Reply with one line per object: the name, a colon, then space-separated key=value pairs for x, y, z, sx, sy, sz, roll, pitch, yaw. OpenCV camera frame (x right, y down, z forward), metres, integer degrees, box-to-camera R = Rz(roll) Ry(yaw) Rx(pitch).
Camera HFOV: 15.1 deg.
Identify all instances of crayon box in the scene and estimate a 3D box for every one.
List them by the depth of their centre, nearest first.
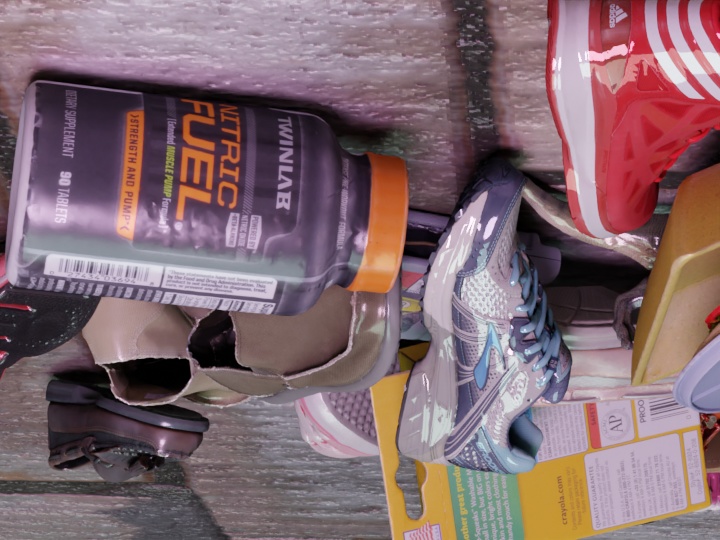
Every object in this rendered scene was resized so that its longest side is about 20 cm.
crayon box: x=0.100 y=0.096 z=1.595 sx=0.199 sy=0.127 sz=0.052 roll=-12 pitch=-166 yaw=-15

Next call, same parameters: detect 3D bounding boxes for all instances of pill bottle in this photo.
pill bottle: x=-0.077 y=-0.034 z=1.380 sx=0.199 sy=0.107 sz=0.106 roll=6 pitch=160 yaw=-10

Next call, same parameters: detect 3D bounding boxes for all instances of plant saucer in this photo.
plant saucer: x=0.225 y=-0.027 z=1.365 sx=0.199 sy=0.049 sz=0.200 roll=-22 pitch=162 yaw=-9

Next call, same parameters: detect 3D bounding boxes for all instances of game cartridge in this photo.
game cartridge: x=0.000 y=0.000 z=1.566 sx=0.199 sy=0.041 sz=0.133 roll=9 pitch=163 yaw=-17

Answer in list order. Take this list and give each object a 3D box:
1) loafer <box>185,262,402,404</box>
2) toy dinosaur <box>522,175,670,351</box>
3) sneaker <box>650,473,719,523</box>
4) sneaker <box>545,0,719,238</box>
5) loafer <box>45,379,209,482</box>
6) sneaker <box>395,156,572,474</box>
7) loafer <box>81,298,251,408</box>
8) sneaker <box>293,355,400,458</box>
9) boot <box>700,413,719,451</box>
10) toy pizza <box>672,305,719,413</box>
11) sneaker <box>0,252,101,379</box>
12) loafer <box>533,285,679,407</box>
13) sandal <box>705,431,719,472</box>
loafer: x=-0.038 y=0.034 z=1.501 sx=0.069 sy=0.076 sz=0.200 roll=8 pitch=160 yaw=-26
toy dinosaur: x=0.176 y=0.002 z=1.484 sx=0.199 sy=0.089 sz=0.047 roll=7 pitch=-177 yaw=-8
sneaker: x=0.165 y=0.137 z=1.857 sx=0.199 sy=0.074 sz=0.087 roll=14 pitch=151 yaw=-41
sneaker: x=0.155 y=-0.070 z=1.298 sx=0.115 sy=0.079 sz=0.200 roll=-1 pitch=161 yaw=13
loafer: x=-0.154 y=0.112 z=1.760 sx=0.071 sy=0.063 sz=0.200 roll=12 pitch=179 yaw=-26
sneaker: x=0.079 y=0.027 z=1.472 sx=0.086 sy=0.078 sz=0.201 roll=17 pitch=130 yaw=12
loafer: x=-0.123 y=0.053 z=1.673 sx=0.075 sy=0.069 sz=0.200 roll=-6 pitch=158 yaw=23
sneaker: x=-0.013 y=0.083 z=1.702 sx=0.104 sy=0.076 sz=0.200 roll=-9 pitch=171 yaw=27
boot: x=0.204 y=0.089 z=1.680 sx=0.199 sy=0.108 sz=0.075 roll=-16 pitch=151 yaw=38
toy pizza: x=0.243 y=0.011 z=1.366 sx=0.199 sy=0.032 sz=0.200 roll=-24 pitch=162 yaw=-8
sneaker: x=-0.228 y=0.020 z=1.602 sx=0.074 sy=0.087 sz=0.200 roll=14 pitch=133 yaw=-43
loafer: x=0.178 y=0.048 z=1.552 sx=0.199 sy=0.072 sz=0.063 roll=3 pitch=116 yaw=-16
sandal: x=0.282 y=0.089 z=1.708 sx=0.069 sy=0.078 sz=0.211 roll=25 pitch=146 yaw=-35
